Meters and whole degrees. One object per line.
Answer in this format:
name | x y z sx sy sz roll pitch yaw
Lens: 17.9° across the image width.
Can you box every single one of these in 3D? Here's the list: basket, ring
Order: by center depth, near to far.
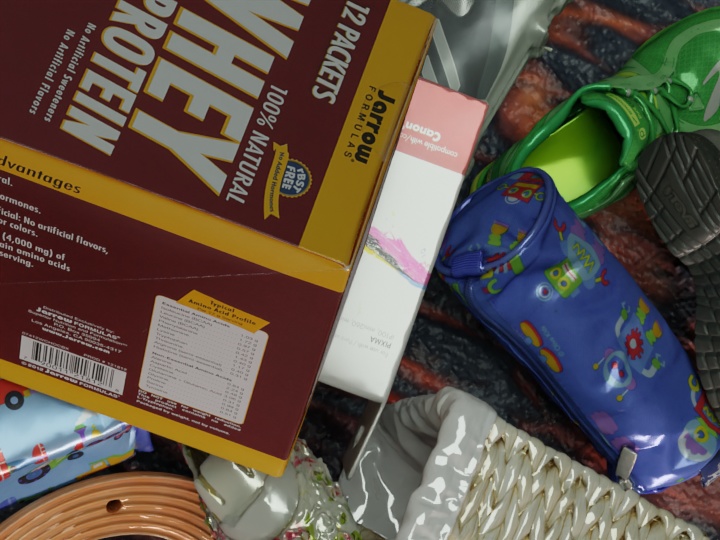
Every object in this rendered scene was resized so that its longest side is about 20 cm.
basket | 0.056 0.184 1.183 0.160 0.200 0.199 25 80 -9
ring | -0.136 0.189 1.186 0.199 0.019 0.202 -15 124 -23

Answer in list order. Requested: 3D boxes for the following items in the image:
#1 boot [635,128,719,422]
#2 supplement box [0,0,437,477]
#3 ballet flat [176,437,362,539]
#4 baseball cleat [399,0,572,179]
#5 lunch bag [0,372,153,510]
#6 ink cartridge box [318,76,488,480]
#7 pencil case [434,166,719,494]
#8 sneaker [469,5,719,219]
boot | 0.238 0.004 1.274 0.130 0.068 0.201 -11 79 -46
supplement box | -0.092 -0.038 1.004 0.196 0.200 0.133 20 58 0
ballet flat | -0.066 0.088 1.128 0.076 0.064 0.200 -43 53 11
baseball cleat | 0.036 -0.106 1.291 0.106 0.070 0.201 32 75 10
lunch bag | -0.205 0.016 1.115 0.150 0.094 0.201 -21 76 -12
ink cartridge box | 0.000 0.000 1.180 0.067 0.116 0.201 19 89 -1
pencil case | 0.122 0.040 1.241 0.200 0.078 0.087 50 50 -24
sneaker | 0.153 -0.079 1.291 0.200 0.084 0.074 -38 90 -13
